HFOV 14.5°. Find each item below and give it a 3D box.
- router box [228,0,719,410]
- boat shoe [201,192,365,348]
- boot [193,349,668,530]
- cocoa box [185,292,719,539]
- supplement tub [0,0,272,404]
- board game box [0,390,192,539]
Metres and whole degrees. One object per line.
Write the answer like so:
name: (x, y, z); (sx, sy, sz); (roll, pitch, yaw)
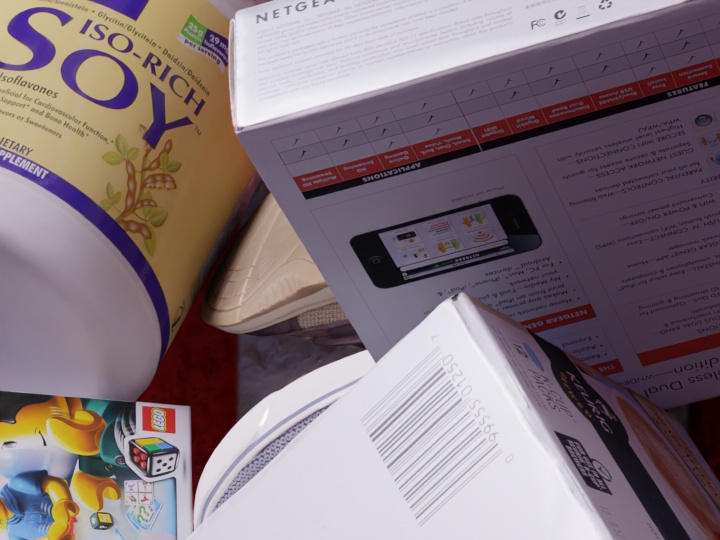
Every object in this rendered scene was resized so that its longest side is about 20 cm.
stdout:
router box: (0.084, -0.030, 0.854); (0.199, 0.180, 0.049); (-15, 49, 14)
boat shoe: (0.000, 0.000, 1.072); (0.200, 0.065, 0.072); (-20, 41, 63)
boot: (0.021, 0.074, 0.983); (0.200, 0.073, 0.091); (-34, 36, 26)
cocoa box: (0.060, 0.134, 0.820); (0.133, 0.131, 0.200); (-44, 51, 16)
supplement tub: (-0.114, -0.050, 1.147); (0.145, 0.145, 0.200); (-15, 36, 41)
board game box: (-0.123, 0.126, 1.014); (0.200, 0.126, 0.035); (-95, 14, -45)
